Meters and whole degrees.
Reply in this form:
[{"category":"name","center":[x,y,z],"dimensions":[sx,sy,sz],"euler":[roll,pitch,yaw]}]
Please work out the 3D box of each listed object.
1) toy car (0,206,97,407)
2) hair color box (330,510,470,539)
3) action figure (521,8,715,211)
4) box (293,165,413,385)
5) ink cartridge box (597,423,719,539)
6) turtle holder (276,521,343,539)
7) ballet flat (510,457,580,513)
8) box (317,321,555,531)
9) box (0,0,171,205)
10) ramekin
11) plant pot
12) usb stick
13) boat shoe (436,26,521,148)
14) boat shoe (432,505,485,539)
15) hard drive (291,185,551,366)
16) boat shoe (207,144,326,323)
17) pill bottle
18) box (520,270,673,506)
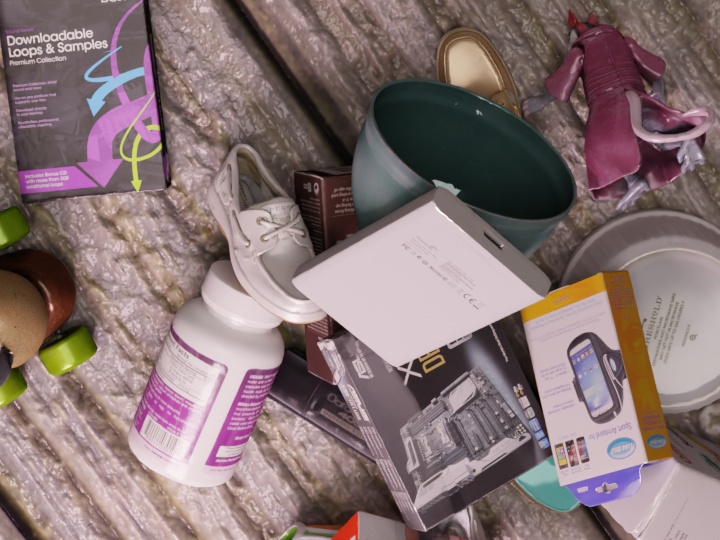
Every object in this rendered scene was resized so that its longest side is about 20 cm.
[{"category":"toy car","center":[-0.350,0.052,1.628],"dimensions":[0.158,0.200,0.165],"euler":[-28,100,5]},{"category":"hair color box","center":[0.073,0.308,1.646],"dimensions":[0.200,0.111,0.064],"euler":[18,138,-22]},{"category":"action figure","center":[0.229,-0.164,1.615],"dimensions":[0.134,0.149,0.200],"euler":[-18,68,-5]},{"category":"box","center":[0.000,0.000,1.670],"dimensions":[0.100,0.075,0.200],"euler":[-8,100,-24]},{"category":"ink cartridge box","center":[0.321,0.215,1.659],"dimensions":[0.200,0.145,0.084],"euler":[23,101,-26]},{"category":"turtle holder","center":[-0.049,0.331,1.713],"dimensions":[0.132,0.141,0.186],"euler":[42,98,-9]},{"category":"ballet flat","center":[0.144,0.156,1.719],"dimensions":[0.070,0.065,0.200],"euler":[-42,100,2]},{"category":"box","center":[0.073,0.117,1.634],"dimensions":[0.158,0.050,0.200],"euler":[-27,95,-19]},{"category":"box","center":[-0.264,-0.169,1.670],"dimensions":[0.143,0.036,0.200],"euler":[-6,100,1]},{"category":"ramekin","center":[0.292,0.046,1.683],"dimensions":[0.202,0.094,0.203],"euler":[0,101,-1]},{"category":"plant pot","center":[0.074,-0.058,1.562],"dimensions":[0.200,0.200,0.134],"euler":[25,122,-5]},{"category":"usb stick","center":[-0.006,0.144,1.703],"dimensions":[0.200,0.033,0.056],"euler":[31,89,14]},{"category":"boat shoe","center":[0.124,-0.133,1.660],"dimensions":[0.074,0.069,0.200],"euler":[-19,101,4]},{"category":"boat shoe","center":[0.076,0.216,1.728],"dimensions":[0.071,0.069,0.200],"euler":[-25,100,4]},{"category":"hard drive","center":[0.049,0.009,1.498],"dimensions":[0.132,0.026,0.200],"euler":[40,141,-19]},{"category":"boat shoe","center":[-0.085,-0.038,1.613],"dimensions":[0.071,0.200,0.069],"euler":[-9,139,-31]},{"category":"pill bottle","center":[-0.139,0.096,1.672],"dimensions":[0.112,0.112,0.200],"euler":[23,108,-4]},{"category":"box","center":[0.217,0.111,1.607],"dimensions":[0.041,0.119,0.200],"euler":[-6,78,-37]}]
